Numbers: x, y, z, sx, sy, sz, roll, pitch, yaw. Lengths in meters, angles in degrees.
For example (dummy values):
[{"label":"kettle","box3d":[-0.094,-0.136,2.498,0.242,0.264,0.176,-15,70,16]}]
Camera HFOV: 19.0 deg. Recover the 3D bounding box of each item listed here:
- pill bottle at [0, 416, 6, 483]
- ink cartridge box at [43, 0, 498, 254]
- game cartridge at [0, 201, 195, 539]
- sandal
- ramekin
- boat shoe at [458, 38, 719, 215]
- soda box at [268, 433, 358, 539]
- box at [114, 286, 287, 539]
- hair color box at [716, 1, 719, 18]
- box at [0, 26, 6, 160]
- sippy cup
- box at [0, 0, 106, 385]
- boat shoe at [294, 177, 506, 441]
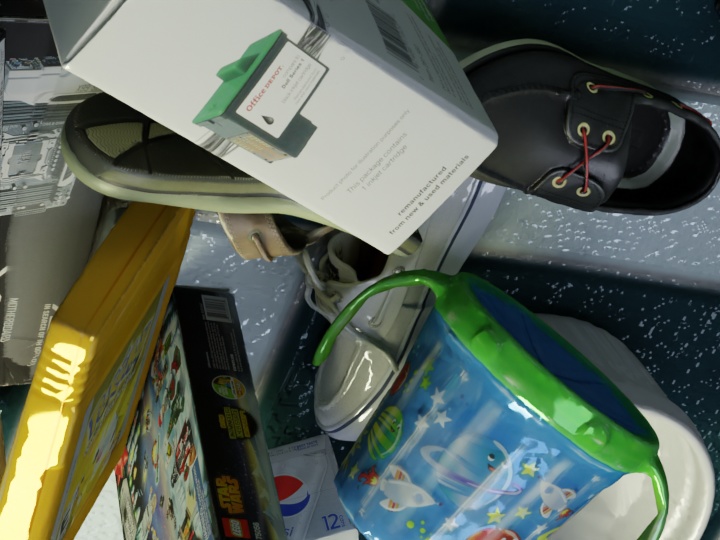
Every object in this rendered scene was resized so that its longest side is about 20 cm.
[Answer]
[{"label":"pill bottle","box3d":[-0.287,0.106,1.102,0.199,0.111,0.111,-4,130,-17]},{"label":"ink cartridge box","box3d":[-0.049,-0.116,0.977,0.200,0.146,0.084,29,115,-36]},{"label":"game cartridge","box3d":[-0.135,0.060,1.082,0.032,0.176,0.200,23,124,1]},{"label":"sandal","box3d":[-0.059,-0.039,1.039,0.201,0.080,0.057,10,125,-33]},{"label":"ramekin","box3d":[0.097,0.117,1.257,0.200,0.105,0.201,-10,132,-12]},{"label":"boat shoe","box3d":[0.111,-0.069,1.091,0.201,0.063,0.074,4,116,-46]},{"label":"soda box","box3d":[-0.038,0.172,1.246,0.068,0.064,0.200,-15,149,-6]},{"label":"box","box3d":[-0.088,0.123,1.128,0.040,0.200,0.137,7,125,-19]},{"label":"hair color box","box3d":[0.267,-0.086,1.081,0.100,0.200,0.061,-29,133,5]},{"label":"box","box3d":[-0.255,-0.023,0.926,0.199,0.050,0.199,11,113,9]},{"label":"sippy cup","box3d":[0.060,0.092,1.095,0.130,0.178,0.140,-49,142,9]},{"label":"box","box3d":[-0.201,-0.037,1.012,0.157,0.050,0.200,-2,120,-34]},{"label":"boat shoe","box3d":[0.002,0.002,1.145,0.086,0.075,0.202,12,121,-28]}]
